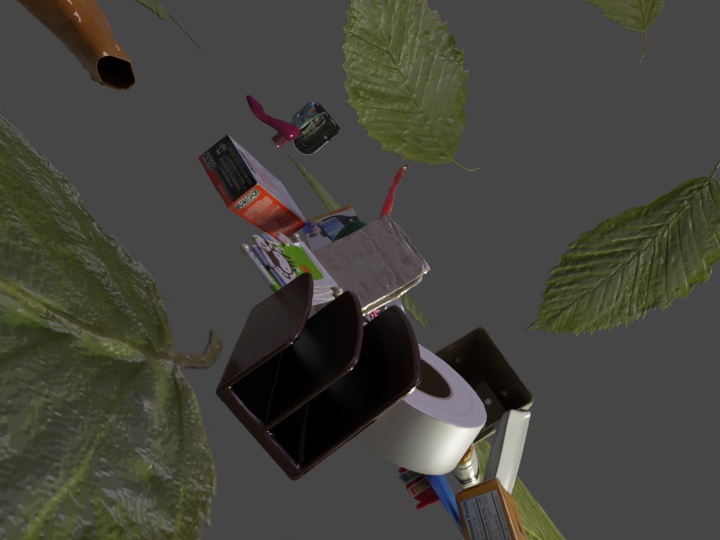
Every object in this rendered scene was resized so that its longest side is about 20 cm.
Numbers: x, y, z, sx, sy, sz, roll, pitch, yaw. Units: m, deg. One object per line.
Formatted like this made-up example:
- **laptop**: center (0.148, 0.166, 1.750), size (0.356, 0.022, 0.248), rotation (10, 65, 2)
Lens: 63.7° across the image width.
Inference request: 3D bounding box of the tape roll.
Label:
- **tape roll**: center (0.049, 0.147, 0.698), size (0.201, 0.071, 0.203), rotation (29, 15, -8)

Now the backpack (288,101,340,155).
- **backpack**: center (-0.212, -0.599, 2.462), size (0.151, 0.200, 0.177), rotation (53, 8, 33)

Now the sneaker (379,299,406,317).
- **sneaker**: center (0.066, 0.116, 1.351), size (0.088, 0.075, 0.201), rotation (25, 28, -52)

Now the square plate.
- **square plate**: center (0.280, 0.369, 1.128), size (0.028, 0.202, 0.198), rotation (13, -7, 28)

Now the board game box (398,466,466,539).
- **board game box**: center (0.081, 0.273, 0.761), size (0.201, 0.039, 0.158), rotation (60, 3, -21)

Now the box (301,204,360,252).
- **box**: center (-0.047, -0.060, 1.169), size (0.200, 0.118, 0.042), rotation (-117, -171, -58)

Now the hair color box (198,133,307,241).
- **hair color box**: center (-0.164, -0.123, 0.919), size (0.102, 0.061, 0.200), rotation (56, 6, 20)

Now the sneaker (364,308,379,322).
- **sneaker**: center (0.008, 0.063, 1.064), size (0.079, 0.095, 0.201), rotation (51, 7, -44)

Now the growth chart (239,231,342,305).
- **growth chart**: center (-0.096, -0.002, 0.817), size (0.145, 0.018, 0.200), rotation (49, 17, 7)

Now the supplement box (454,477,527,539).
- **supplement box**: center (0.169, 0.352, 0.669), size (0.067, 0.068, 0.201), rotation (54, 19, -39)

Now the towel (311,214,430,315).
- **towel**: center (0.000, 0.000, 0.928), size (0.133, 0.199, 0.035), rotation (56, -17, 24)

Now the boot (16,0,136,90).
- **boot**: center (-0.309, -0.275, 0.596), size (0.144, 0.071, 0.201), rotation (52, 1, 8)

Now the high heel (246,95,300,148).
- **high heel**: center (-0.281, -0.499, 1.866), size (0.201, 0.096, 0.067), rotation (54, 6, -7)

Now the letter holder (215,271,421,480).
- **letter holder**: center (-0.031, 0.065, 0.538), size (0.101, 0.142, 0.200), rotation (52, 7, -13)

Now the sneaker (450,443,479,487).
- **sneaker**: center (0.172, 0.325, 1.082), size (0.200, 0.075, 0.088), rotation (-93, 162, -73)

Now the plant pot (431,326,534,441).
- **plant pot**: center (0.245, 0.284, 1.283), size (0.201, 0.199, 0.178), rotation (58, -4, 35)

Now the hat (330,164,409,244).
- **hat**: center (-0.005, -0.069, 0.989), size (0.201, 0.164, 0.178), rotation (-82, 176, -61)
